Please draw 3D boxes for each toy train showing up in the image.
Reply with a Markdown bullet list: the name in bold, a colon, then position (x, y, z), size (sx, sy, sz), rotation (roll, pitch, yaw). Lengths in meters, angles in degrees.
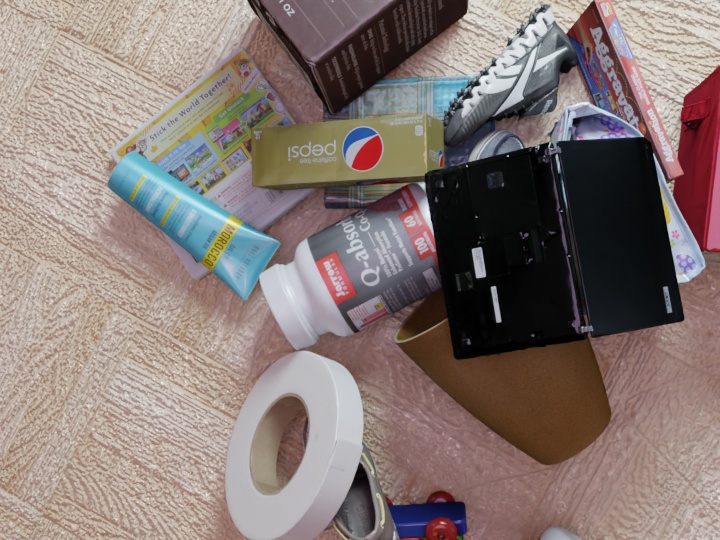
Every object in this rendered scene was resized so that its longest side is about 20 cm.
- **toy train**: position (0.019, 0.312, 1.065), size (0.197, 0.085, 0.117), rotation (-5, 100, 6)

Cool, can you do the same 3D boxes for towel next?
- **towel**: position (0.055, -0.145, 1.111), size (0.197, 0.022, 0.149), rotation (-2, 86, 6)

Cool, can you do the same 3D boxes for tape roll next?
- **tape roll**: position (-0.072, 0.185, 1.028), size (0.037, 0.202, 0.205), rotation (25, 90, -34)

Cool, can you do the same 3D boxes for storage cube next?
- **storage cube**: position (0.419, -0.094, 0.996), size (0.197, 0.171, 0.182), rotation (6, 89, 5)

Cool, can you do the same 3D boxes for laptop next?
- **laptop**: position (0.179, -0.022, 0.918), size (0.198, 0.103, 0.180), rotation (-12, 84, 24)

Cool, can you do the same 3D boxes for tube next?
- **tube**: position (-0.188, -0.055, 1.097), size (0.199, 0.050, 0.078), rotation (35, 109, 4)

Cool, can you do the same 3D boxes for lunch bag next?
- **lunch bag**: position (0.242, -0.062, 1.012), size (0.126, 0.170, 0.202), rotation (-22, 87, 0)

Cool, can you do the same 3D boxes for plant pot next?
- **plant pot**: position (0.164, 0.095, 1.020), size (0.186, 0.186, 0.201), rotation (-36, 95, 3)

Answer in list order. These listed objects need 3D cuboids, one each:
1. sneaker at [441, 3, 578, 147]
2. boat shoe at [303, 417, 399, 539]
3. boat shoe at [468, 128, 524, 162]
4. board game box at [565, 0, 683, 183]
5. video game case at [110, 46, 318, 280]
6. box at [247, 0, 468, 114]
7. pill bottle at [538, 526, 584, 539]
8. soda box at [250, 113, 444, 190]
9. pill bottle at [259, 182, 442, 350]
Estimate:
- **sneaker**: position (0.168, -0.193, 1.065), size (0.090, 0.066, 0.200), rotation (44, 73, -6)
- **boat shoe**: position (-0.017, 0.217, 1.028), size (0.071, 0.060, 0.201), rotation (-24, 45, -4)
- **boat shoe**: position (0.154, -0.081, 1.014), size (0.075, 0.092, 0.201), rotation (40, 52, -24)
- **board game box**: position (0.277, -0.180, 1.048), size (0.019, 0.103, 0.202), rotation (-20, 84, -9)
- **video game case**: position (-0.160, -0.121, 1.123), size (0.199, 0.023, 0.183), rotation (-36, 84, 9)
- **box**: position (-0.010, -0.307, 1.045), size (0.199, 0.164, 0.167), rotation (-38, 79, 0)
- **pill bottle**: position (0.190, 0.377, 1.022), size (0.112, 0.112, 0.201), rotation (34, 91, 7)
- **soda box**: position (-0.015, -0.122, 1.034), size (0.198, 0.068, 0.065), rotation (-2, 90, 21)
- **pill bottle**: position (0.000, 0.000, 1.060), size (0.198, 0.116, 0.117), rotation (-28, 84, 4)
